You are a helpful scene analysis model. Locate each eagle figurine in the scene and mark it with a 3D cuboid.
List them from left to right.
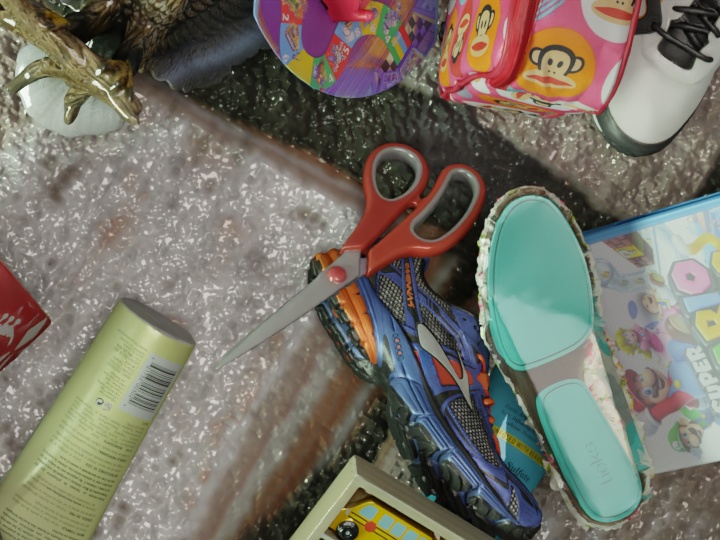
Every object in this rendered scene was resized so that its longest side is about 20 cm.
[{"bbox_3d":[-0.104,-0.166,1.244,0.200,0.150,0.152,-53,144,-35],"label":"eagle figurine"}]

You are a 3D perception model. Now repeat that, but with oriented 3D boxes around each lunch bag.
[{"bbox_3d":[0.103,-0.173,1.218,0.081,0.200,0.178,13,89,-9],"label":"lunch bag"}]

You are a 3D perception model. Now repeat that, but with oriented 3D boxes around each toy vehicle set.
[{"bbox_3d":[0.042,0.203,1.258,0.199,0.027,0.125,32,106,-15],"label":"toy vehicle set"}]

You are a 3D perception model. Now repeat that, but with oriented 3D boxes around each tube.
[{"bbox_3d":[-0.165,0.112,1.280,0.058,0.052,0.201,32,96,23],"label":"tube"},{"bbox_3d":[0.097,0.080,1.313,0.077,0.050,0.201,34,83,-21],"label":"tube"}]

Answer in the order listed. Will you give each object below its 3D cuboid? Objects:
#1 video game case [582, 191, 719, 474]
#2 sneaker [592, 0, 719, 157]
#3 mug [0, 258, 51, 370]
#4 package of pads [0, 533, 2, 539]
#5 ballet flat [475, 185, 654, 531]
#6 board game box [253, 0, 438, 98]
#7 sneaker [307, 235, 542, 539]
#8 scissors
[{"bbox_3d":[0.200,0.031,1.235,0.018,0.199,0.144,-29,99,-47],"label":"video game case"},{"bbox_3d":[0.192,-0.158,1.291,0.073,0.080,0.201,25,92,-9],"label":"sneaker"},{"bbox_3d":[-0.265,0.060,1.207,0.200,0.177,0.134,-40,127,-8],"label":"mug"},{"bbox_3d":[-0.271,0.219,1.226,0.199,0.076,0.121,-32,69,5],"label":"package of pads"},{"bbox_3d":[0.108,0.048,1.262,0.075,0.064,0.201,-16,99,0],"label":"ballet flat"},{"bbox_3d":[0.010,-0.194,1.235,0.157,0.039,0.202,-3,97,-50],"label":"board game box"},{"bbox_3d":[0.048,0.060,1.267,0.078,0.075,0.201,-28,76,-13],"label":"sneaker"},{"bbox_3d":[0.000,0.000,1.255,0.073,0.014,0.200,31,54,9],"label":"scissors"}]
